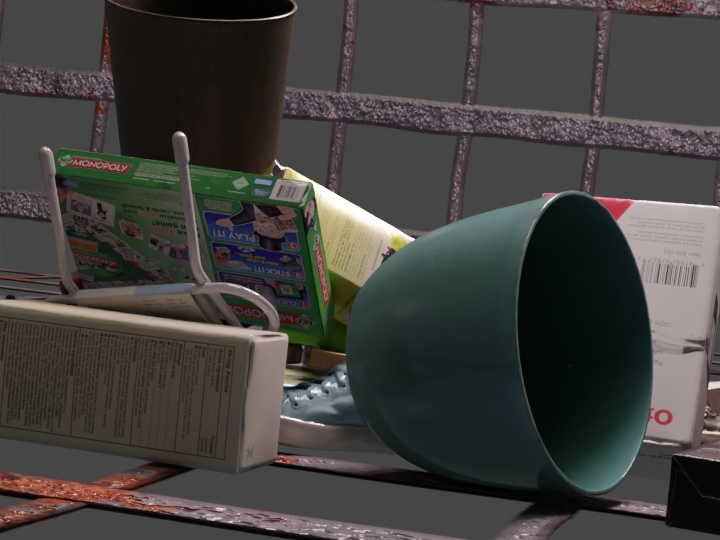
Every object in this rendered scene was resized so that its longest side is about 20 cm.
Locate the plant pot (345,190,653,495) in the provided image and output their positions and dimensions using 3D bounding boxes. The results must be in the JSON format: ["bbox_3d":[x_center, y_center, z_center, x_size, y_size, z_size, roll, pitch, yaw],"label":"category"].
[{"bbox_3d":[0.087,0.056,1.222,0.160,0.203,0.200,-7,-6,34],"label":"plant pot"}]

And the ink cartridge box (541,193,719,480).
[{"bbox_3d":[0.197,0.051,1.365,0.143,0.202,0.084,6,-26,16],"label":"ink cartridge box"}]

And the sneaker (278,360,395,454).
[{"bbox_3d":[-0.009,0.092,1.331,0.198,0.083,0.074,6,0,-23],"label":"sneaker"}]

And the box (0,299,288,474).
[{"bbox_3d":[-0.156,0.076,1.205,0.198,0.096,0.078,8,2,17],"label":"box"}]

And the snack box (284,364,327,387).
[{"bbox_3d":[-0.078,0.102,1.521,0.115,0.038,0.199,5,2,-31],"label":"snack box"}]

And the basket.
[{"bbox_3d":[-0.127,-0.116,1.408,0.135,0.202,0.179,-14,24,-38],"label":"basket"}]

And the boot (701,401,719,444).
[{"bbox_3d":[0.247,0.078,1.443,0.197,0.152,0.073,3,-19,6],"label":"boot"}]

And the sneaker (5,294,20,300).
[{"bbox_3d":[-0.295,0.060,1.410,0.071,0.084,0.199,7,2,44],"label":"sneaker"}]

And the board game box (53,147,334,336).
[{"bbox_3d":[-0.123,-0.020,1.304,0.198,0.029,0.135,9,-41,16],"label":"board game box"}]

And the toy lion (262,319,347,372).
[{"bbox_3d":[0.015,0.060,1.554,0.190,0.070,0.199,10,-3,-26],"label":"toy lion"}]

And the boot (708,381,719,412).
[{"bbox_3d":[0.298,0.122,1.528,0.197,0.074,0.090,6,7,11],"label":"boot"}]

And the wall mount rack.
[{"bbox_3d":[-0.149,-0.006,1.258,0.198,0.075,0.174,-4,-44,27],"label":"wall mount rack"}]

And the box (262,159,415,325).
[{"bbox_3d":[0.000,0.000,1.359,0.199,0.076,0.050,28,-41,-13],"label":"box"}]

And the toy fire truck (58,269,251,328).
[{"bbox_3d":[-0.135,0.026,1.437,0.166,0.113,0.200,-15,10,29],"label":"toy fire truck"}]

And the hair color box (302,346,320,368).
[{"bbox_3d":[0.042,0.074,1.825,0.197,0.100,0.061,6,2,1],"label":"hair color box"}]

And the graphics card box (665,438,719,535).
[{"bbox_3d":[0.283,0.144,1.169,0.124,0.052,0.200,7,1,22],"label":"graphics card box"}]
